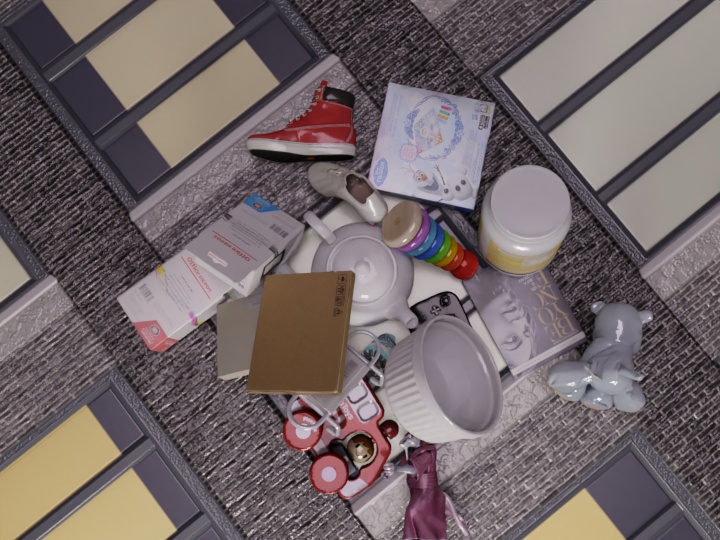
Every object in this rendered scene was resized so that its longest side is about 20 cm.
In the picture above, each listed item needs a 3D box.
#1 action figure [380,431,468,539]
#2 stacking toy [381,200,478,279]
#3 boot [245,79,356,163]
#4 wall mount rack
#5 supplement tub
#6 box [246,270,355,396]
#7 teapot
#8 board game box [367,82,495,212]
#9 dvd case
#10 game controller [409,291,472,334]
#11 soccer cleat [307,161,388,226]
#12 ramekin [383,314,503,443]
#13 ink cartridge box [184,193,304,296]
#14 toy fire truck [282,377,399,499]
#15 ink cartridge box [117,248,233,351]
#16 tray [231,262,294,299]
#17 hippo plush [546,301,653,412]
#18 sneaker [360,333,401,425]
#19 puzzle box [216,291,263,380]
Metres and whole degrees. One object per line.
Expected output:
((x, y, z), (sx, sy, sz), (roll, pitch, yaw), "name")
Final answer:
((0.109, 0.356, 1.243), (0.148, 0.134, 0.201), (-2, 87, 0), "action figure")
((0.131, -0.039, 1.273), (0.200, 0.085, 0.086), (31, 84, -34), "stacking toy")
((-0.108, -0.273, 1.347), (0.199, 0.072, 0.145), (-2, 84, -7), "boot")
((-0.064, 0.169, 1.214), (0.174, 0.075, 0.200), (38, 65, 14), "wall mount rack")
((0.272, -0.081, 1.241), (0.145, 0.200, 0.146), (-1, 75, 5), "supplement tub")
((-0.095, 0.098, 1.186), (0.163, 0.021, 0.201), (-3, 67, 24), "box")
((0.000, 0.000, 1.276), (0.199, 0.146, 0.198), (1, 84, 3), "teapot")
((0.127, -0.223, 1.347), (0.198, 0.043, 0.201), (12, 85, 2), "board game box")
((0.293, 0.072, 1.326), (0.148, 0.016, 0.201), (-28, 84, -2), "dvd case")
((0.158, 0.141, 1.309), (0.104, 0.042, 0.201), (-24, 83, -1), "game controller")
((-0.025, -0.151, 1.294), (0.069, 0.078, 0.200), (-42, 53, -14), "soccer cleat")
((0.130, 0.184, 1.205), (0.105, 0.200, 0.201), (-31, 82, 39), "ramekin")
((-0.199, -0.036, 1.260), (0.116, 0.068, 0.200), (33, 43, 11), "ink cartridge box")
((-0.028, 0.275, 1.264), (0.168, 0.112, 0.200), (-33, 85, -1), "toy fire truck")
((-0.311, 0.039, 1.316), (0.200, 0.068, 0.117), (-36, 79, -1), "ink cartridge box")
((-0.171, 0.023, 1.309), (0.107, 0.022, 0.200), (-43, 67, -1), "tray")
((0.404, 0.132, 1.251), (0.159, 0.200, 0.161), (5, 64, 25), "hippo plush")
((0.084, 0.194, 1.289), (0.077, 0.086, 0.200), (-23, 107, 38), "sneaker")
((-0.150, 0.098, 1.241), (0.199, 0.025, 0.134), (-15, 62, 19), "puzzle box")
